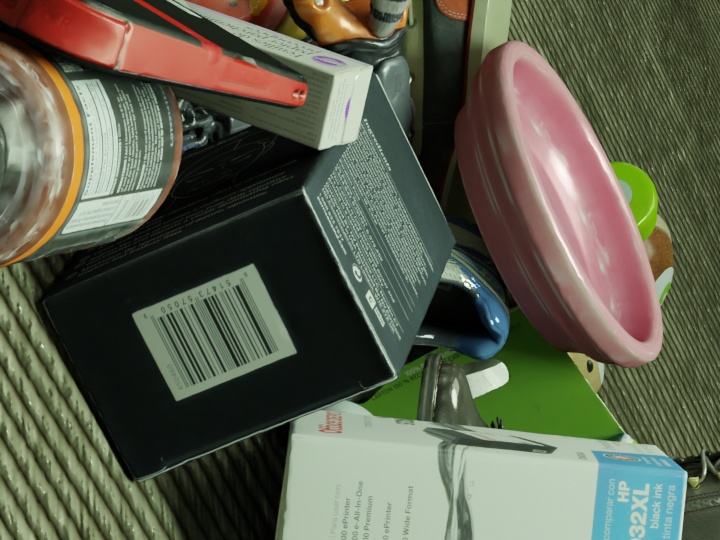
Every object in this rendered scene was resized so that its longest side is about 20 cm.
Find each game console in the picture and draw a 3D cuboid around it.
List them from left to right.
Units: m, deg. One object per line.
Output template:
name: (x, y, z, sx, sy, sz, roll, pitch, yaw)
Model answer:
game console: (-0.141, -0.130, 1.351, 0.200, 0.031, 0.177, 33, 10, 33)

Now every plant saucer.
plant saucer: (0.110, -0.032, 1.692, 0.201, 0.051, 0.201, 54, 21, -31)

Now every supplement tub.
supplement tub: (-0.159, -0.056, 1.306, 0.108, 0.106, 0.200, 68, 18, 2)

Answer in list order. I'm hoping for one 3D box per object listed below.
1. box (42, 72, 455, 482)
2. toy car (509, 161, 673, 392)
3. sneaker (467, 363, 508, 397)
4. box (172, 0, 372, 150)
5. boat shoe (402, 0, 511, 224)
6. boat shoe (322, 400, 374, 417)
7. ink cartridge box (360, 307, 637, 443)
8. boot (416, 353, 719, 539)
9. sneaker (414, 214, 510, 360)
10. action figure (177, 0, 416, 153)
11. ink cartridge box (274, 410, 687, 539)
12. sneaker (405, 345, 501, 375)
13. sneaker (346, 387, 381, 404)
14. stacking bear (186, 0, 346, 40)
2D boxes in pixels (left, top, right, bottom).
box: (-0.051, 0.000, 1.483, 0.108, 0.148, 0.200, 63, 19, -14)
toy car: (0.134, 0.057, 1.939, 0.165, 0.157, 0.201, 81, 5, -64)
sneaker: (0.078, 0.127, 1.843, 0.201, 0.076, 0.080, 65, 27, -4)
box: (-0.089, -0.110, 1.453, 0.039, 0.199, 0.042, -19, 124, -58)
boat shoe: (0.044, -0.091, 1.751, 0.071, 0.062, 0.201, -7, 106, -72)
boat shoe: (0.014, 0.140, 1.646, 0.091, 0.070, 0.201, -82, 152, -59)
ink cartridge box: (0.092, 0.141, 1.727, 0.200, 0.147, 0.076, 53, 31, -16)
boot: (0.130, 0.119, 1.609, 0.069, 0.173, 0.201, -73, 147, -59)
sneaker: (0.000, 0.000, 1.622, 0.199, 0.077, 0.085, 13, 36, -21)
action figure: (-0.020, -0.111, 1.630, 0.200, 0.104, 0.195, -30, 131, -42)
ink cartridge box: (0.057, 0.125, 1.498, 0.145, 0.199, 0.084, -101, -163, -87)
sneaker: (0.040, -0.002, 1.821, 0.200, 0.077, 0.082, -123, -164, -60)
sneaker: (-0.018, 0.034, 1.695, 0.080, 0.070, 0.200, 48, 19, -10)
stacking bear: (-0.062, -0.165, 1.716, 0.200, 0.113, 0.122, 5, 103, -64)
